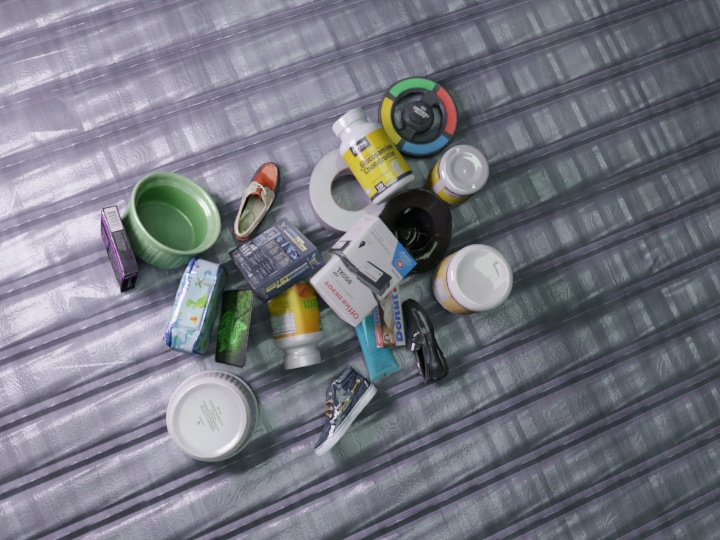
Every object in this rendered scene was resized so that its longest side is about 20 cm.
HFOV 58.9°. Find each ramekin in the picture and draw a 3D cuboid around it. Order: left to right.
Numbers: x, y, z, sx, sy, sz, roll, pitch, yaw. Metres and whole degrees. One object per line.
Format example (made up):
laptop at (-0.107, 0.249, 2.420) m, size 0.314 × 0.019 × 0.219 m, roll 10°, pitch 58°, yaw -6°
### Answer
ramekin at (-0.412, -0.102, 1.372) m, size 0.199 × 0.098 × 0.201 m, roll 24°, pitch 49°, yaw -31°
ramekin at (-0.323, 0.318, 1.379) m, size 0.201 × 0.094 × 0.204 m, roll 1°, pitch 83°, yaw -7°

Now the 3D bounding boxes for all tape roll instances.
tape roll at (-0.022, -0.183, 1.491) m, size 0.199 × 0.066 × 0.202 m, roll 1°, pitch 84°, yaw -7°

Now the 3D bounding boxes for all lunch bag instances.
lunch bag at (-0.350, 0.082, 1.371) m, size 0.082 × 0.161 × 0.201 m, roll 15°, pitch 80°, yaw -1°

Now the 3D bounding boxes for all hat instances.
hat at (0.118, -0.098, 1.487) m, size 0.199 × 0.081 × 0.202 m, roll -2°, pitch 109°, yaw -7°

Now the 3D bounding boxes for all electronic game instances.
electronic game at (0.140, -0.373, 1.546) m, size 0.198 × 0.042 × 0.202 m, roll 1°, pitch 83°, yaw -7°

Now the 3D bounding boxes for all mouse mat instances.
mouse mat at (-0.272, 0.121, 1.361) m, size 0.007 × 0.200 × 0.162 m, roll 10°, pitch 82°, yaw -28°

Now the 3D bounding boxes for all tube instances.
tube at (0.023, 0.151, 1.470) m, size 0.077 × 0.050 × 0.201 m, roll -21°, pitch 91°, yaw -15°

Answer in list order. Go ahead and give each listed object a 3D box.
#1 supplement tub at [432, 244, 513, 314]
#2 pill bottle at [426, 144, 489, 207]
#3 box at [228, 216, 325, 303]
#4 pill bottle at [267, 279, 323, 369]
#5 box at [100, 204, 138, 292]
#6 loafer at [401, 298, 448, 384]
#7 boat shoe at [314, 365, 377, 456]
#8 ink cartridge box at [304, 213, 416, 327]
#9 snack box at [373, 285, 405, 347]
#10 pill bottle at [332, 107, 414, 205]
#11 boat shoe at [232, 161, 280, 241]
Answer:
supplement tub at (0.244, 0.025, 1.434) m, size 0.144 × 0.200 × 0.147 m, roll 1°, pitch 83°, yaw -7°
pill bottle at (0.212, -0.206, 1.456) m, size 0.110 × 0.200 × 0.112 m, roll 1°, pitch 84°, yaw -8°
box at (-0.186, -0.027, 1.390) m, size 0.157 × 0.200 × 0.051 m, roll -34°, pitch 126°, yaw -10°
pill bottle at (-0.143, 0.113, 1.417) m, size 0.110 × 0.111 × 0.202 m, roll -9°, pitch 85°, yaw -9°
box at (-0.509, -0.040, 1.343) m, size 0.036 × 0.200 × 0.144 m, roll -19°, pitch 86°, yaw -26°
loafer at (0.138, 0.164, 1.470) m, size 0.070 × 0.068 × 0.202 m, roll -22°, pitch 90°, yaw -19°
boat shoe at (-0.057, 0.313, 1.432) m, size 0.091 × 0.071 × 0.200 m, roll 40°, pitch 73°, yaw 0°
ink cartridge box at (0.000, 0.000, 1.387) m, size 0.200 × 0.084 × 0.145 m, roll -46°, pitch 112°, yaw -8°
snack box at (0.060, 0.075, 1.475) m, size 0.072 × 0.024 × 0.202 m, roll 0°, pitch 80°, yaw -39°
pill bottle at (0.024, -0.255, 1.416) m, size 0.112 × 0.112 × 0.201 m, roll -34°, pitch 89°, yaw -10°
boat shoe at (-0.238, -0.162, 1.462) m, size 0.071 × 0.063 × 0.201 m, roll 24°, pitch 80°, yaw -2°
